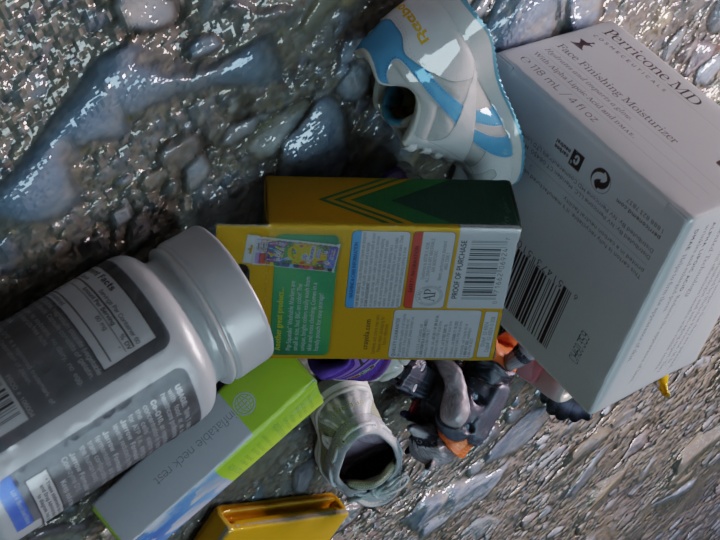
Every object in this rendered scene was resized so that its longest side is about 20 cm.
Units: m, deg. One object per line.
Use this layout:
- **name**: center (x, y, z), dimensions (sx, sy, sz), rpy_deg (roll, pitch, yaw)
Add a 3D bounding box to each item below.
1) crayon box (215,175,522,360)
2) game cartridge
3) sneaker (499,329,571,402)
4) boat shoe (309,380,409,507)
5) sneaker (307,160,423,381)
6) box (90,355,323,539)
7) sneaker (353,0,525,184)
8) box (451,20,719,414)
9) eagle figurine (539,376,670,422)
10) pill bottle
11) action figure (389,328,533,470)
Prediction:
- **crayon box**: center (0.000, 0.000, 0.924), dimensions (0.197, 0.052, 0.127), rpy_deg (0, 133, -7)
- **game cartridge**: center (-0.121, 0.288, 1.243), dimensions (0.175, 0.032, 0.201), rpy_deg (6, 126, -55)
- **sneaker**: center (0.219, 0.035, 1.270), dimensions (0.201, 0.105, 0.075), rpy_deg (-54, 148, 14)
- **boat shoe**: center (0.001, 0.160, 1.180), dimensions (0.074, 0.065, 0.203), rpy_deg (-22, 146, -8)
- **sneaker**: center (0.008, 0.013, 1.006), dimensions (0.083, 0.081, 0.202), rpy_deg (-8, 133, -29)
- **box**: center (-0.116, 0.140, 1.003), dimensions (0.200, 0.048, 0.122), rpy_deg (-41, 171, -7)
- **sneaker**: center (0.054, -0.111, 0.914), dimensions (0.080, 0.077, 0.200), rpy_deg (-33, 144, -1)
- **box**: center (0.179, -0.042, 1.019), dimensions (0.130, 0.199, 0.201), rpy_deg (-21, 143, -36)
- **eagle figurine**: center (0.279, 0.065, 1.395), dimensions (0.151, 0.152, 0.199), rpy_deg (31, 144, -21)
- **pill bottle**: center (-0.157, 0.063, 0.816), dimensions (0.199, 0.114, 0.114), rpy_deg (-32, 149, -21)
- **action figure**: center (0.093, 0.087, 1.183), dimensions (0.199, 0.104, 0.195), rpy_deg (15, 108, -58)
